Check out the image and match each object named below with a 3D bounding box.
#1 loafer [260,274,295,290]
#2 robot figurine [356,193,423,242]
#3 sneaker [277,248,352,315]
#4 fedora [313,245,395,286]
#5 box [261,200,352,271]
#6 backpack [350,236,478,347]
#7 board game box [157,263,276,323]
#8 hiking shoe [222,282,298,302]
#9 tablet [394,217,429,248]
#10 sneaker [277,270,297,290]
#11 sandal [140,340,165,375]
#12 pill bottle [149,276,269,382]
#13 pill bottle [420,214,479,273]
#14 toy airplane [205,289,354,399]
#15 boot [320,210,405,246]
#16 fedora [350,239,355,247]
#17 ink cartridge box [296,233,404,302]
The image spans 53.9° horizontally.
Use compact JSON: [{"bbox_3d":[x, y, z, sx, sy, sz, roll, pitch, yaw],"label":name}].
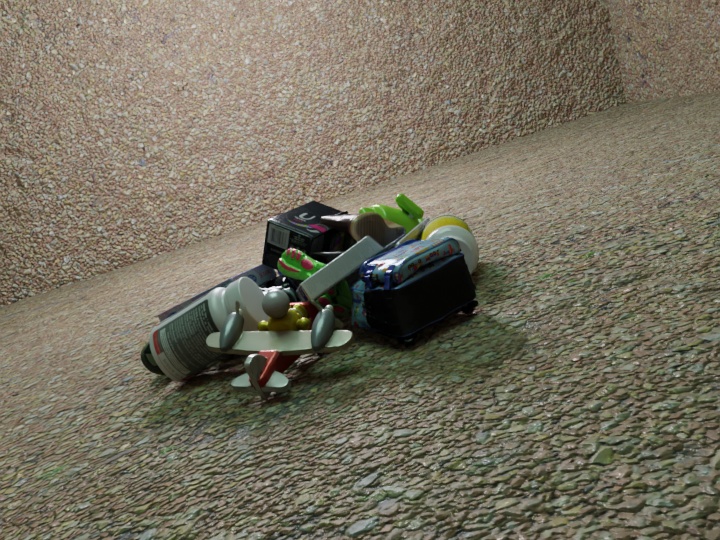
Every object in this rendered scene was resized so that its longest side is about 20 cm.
[{"bbox_3d":[-0.195,0.051,1.617,0.070,0.069,0.200,-30,11,-17],"label":"loafer"},{"bbox_3d":[0.074,-0.085,1.634,0.198,0.177,0.116,9,37,-35],"label":"robot figurine"},{"bbox_3d":[-0.081,0.023,1.428,0.199,0.084,0.077,39,89,32],"label":"sneaker"},{"bbox_3d":[0.000,0.000,1.488,0.175,0.092,0.198,-1,5,43],"label":"fedora"},{"bbox_3d":[-0.114,-0.071,1.587,0.121,0.108,0.200,22,26,20],"label":"box"},{"bbox_3d":[0.068,0.029,1.182,0.181,0.137,0.199,-24,13,-29],"label":"backpack"},{"bbox_3d":[-0.305,0.052,1.530,0.197,0.042,0.200,-25,3,19],"label":"board game box"},{"bbox_3d":[-0.218,0.066,1.351,0.197,0.076,0.087,-5,17,25],"label":"hiking shoe"},{"bbox_3d":[0.093,-0.028,1.463,0.013,0.132,0.200,25,27,13],"label":"tablet"},{"bbox_3d":[-0.155,0.010,1.650,0.076,0.077,0.200,20,1,-11],"label":"sneaker"},{"bbox_3d":[-0.368,0.159,1.378,0.057,0.080,0.201,-31,2,14],"label":"sandal"},{"bbox_3d":[-0.261,0.102,1.247,0.198,0.115,0.114,-30,8,15],"label":"pill bottle"},{"bbox_3d":[0.173,-0.040,1.389,0.111,0.114,0.200,-15,12,7],"label":"pill bottle"},{"bbox_3d":[-0.131,0.102,1.101,0.197,0.144,0.199,-16,18,-20],"label":"toy airplane"},{"bbox_3d":[-0.018,-0.086,1.452,0.164,0.074,0.199,10,3,31],"label":"boot"},{"bbox_3d":[-0.079,-0.051,1.785,0.197,0.202,0.092,-17,48,-1],"label":"fedora"},{"bbox_3d":[-0.025,-0.009,1.275,0.199,0.044,0.196,-36,-1,-10],"label":"ink cartridge box"}]
